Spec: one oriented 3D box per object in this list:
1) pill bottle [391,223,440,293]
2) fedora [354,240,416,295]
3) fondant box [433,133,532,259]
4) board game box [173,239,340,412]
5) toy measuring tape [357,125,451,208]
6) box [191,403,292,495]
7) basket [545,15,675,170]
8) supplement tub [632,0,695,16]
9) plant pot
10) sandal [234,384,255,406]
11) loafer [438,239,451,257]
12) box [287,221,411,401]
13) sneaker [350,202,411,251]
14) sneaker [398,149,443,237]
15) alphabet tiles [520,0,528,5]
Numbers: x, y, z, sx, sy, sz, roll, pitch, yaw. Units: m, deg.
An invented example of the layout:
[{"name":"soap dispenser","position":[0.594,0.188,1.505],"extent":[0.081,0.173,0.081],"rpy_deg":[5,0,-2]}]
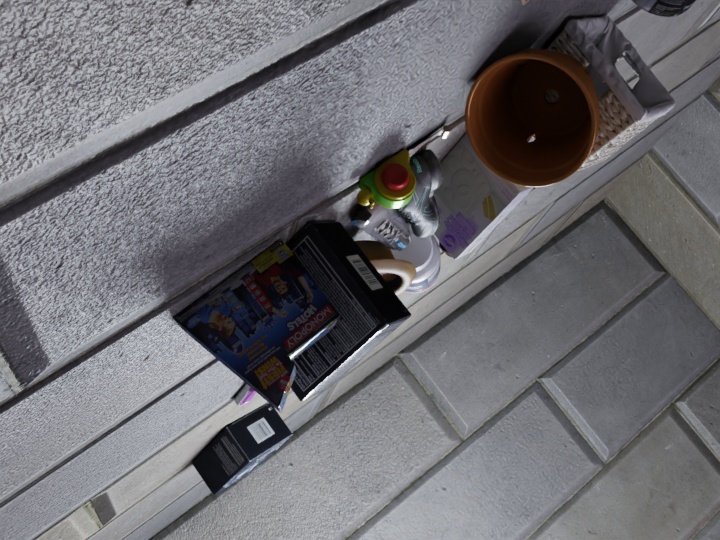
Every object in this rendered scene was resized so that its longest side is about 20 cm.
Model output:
[{"name":"pill bottle","position":[0.103,-0.027,1.746],"extent":[0.119,0.120,0.200],"rpy_deg":[-38,167,-2]},{"name":"fedora","position":[0.000,0.000,1.552],"extent":[0.198,0.083,0.201],"rpy_deg":[-9,155,-4]},{"name":"fondant box","position":[0.196,-0.138,1.556],"extent":[0.058,0.145,0.200],"rpy_deg":[-26,163,-46]},{"name":"board game box","position":[-0.136,0.095,1.273],"extent":[0.199,0.201,0.062],"rpy_deg":[-36,167,-10]},{"name":"toy measuring tape","position":[0.079,-0.151,1.335],"extent":[0.199,0.074,0.074],"rpy_deg":[-34,168,-20]},{"name":"box","position":[-0.327,0.493,2.390],"extent":[0.200,0.118,0.196],"rpy_deg":[-45,167,33]},{"name":"basket","position":[0.388,-0.296,1.440],"extent":[0.161,0.199,0.199],"rpy_deg":[-42,170,37]},{"name":"supplement tub","position":[0.461,-0.464,1.201],"extent":[0.122,0.123,0.200],"rpy_deg":[-33,166,-26]},{"name":"plant pot","position":[0.275,-0.246,1.311],"extent":[0.200,0.200,0.140],"rpy_deg":[-48,177,39]},{"name":"sandal","position":[-0.225,0.263,1.996],"extent":[0.082,0.050,0.203],"rpy_deg":[-28,164,-44]},{"name":"loafer","position":[0.183,-0.121,1.669],"extent":[0.070,0.073,0.202],"rpy_deg":[-9,117,-42]},{"name":"box","position":[-0.064,0.061,1.372],"extent":[0.198,0.201,0.123],"rpy_deg":[-42,168,19]},{"name":"sneaker","position":[0.049,-0.076,1.486],"extent":[0.075,0.087,0.200],"rpy_deg":[-40,167,14]},{"name":"sneaker","position":[0.089,-0.122,1.455],"extent":[0.079,0.076,0.201],"rpy_deg":[-24,146,-14]},{"name":"alphabet tiles","position":[0.260,-0.411,1.069],"extent":[0.166,0.006,0.200],"rpy_deg":[-42,168,9]}]
